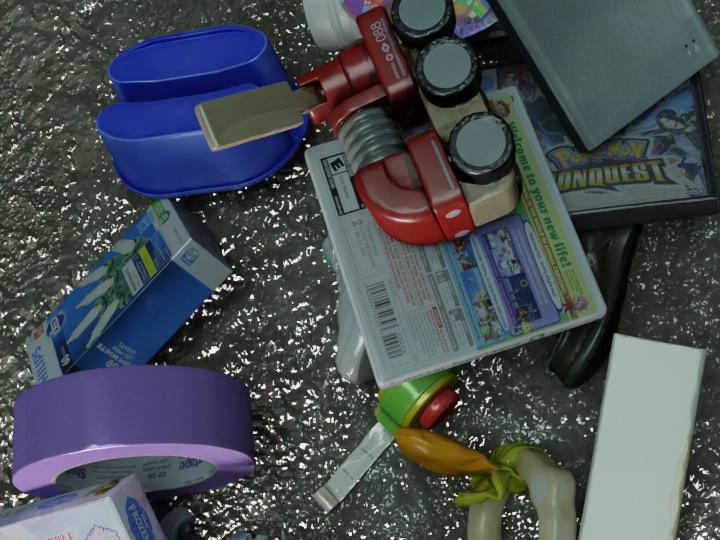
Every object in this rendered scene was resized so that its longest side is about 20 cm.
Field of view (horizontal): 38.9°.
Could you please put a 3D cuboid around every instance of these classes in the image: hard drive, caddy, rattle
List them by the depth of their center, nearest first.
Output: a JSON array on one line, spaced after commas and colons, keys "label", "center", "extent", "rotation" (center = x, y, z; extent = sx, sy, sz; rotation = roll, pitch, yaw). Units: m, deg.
[{"label": "rattle", "center": [0.085, 0.235, 0.794], "extent": [0.130, 0.142, 0.202], "rotation": [24, 101, 47]}, {"label": "hard drive", "center": [0.178, -0.217, 0.805], "extent": [0.139, 0.033, 0.201], "rotation": [-36, 100, -8]}, {"label": "caddy", "center": [-0.148, -0.141, 0.954], "extent": [0.198, 0.105, 0.143], "rotation": [-6, 57, 13]}]

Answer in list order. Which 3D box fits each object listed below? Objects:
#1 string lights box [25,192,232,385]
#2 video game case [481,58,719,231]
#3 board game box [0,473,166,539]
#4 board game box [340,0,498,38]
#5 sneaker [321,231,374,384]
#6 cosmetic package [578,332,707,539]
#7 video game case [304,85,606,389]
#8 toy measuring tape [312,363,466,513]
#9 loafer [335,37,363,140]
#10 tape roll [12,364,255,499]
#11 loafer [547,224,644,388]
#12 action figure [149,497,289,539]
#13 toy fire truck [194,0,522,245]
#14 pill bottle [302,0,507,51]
[{"label": "string lights box", "center": [-0.217, 0.035, 0.944], "extent": [0.200, 0.059, 0.103], "rotation": [-46, 38, 4]}, {"label": "video game case", "center": [0.186, -0.114, 0.853], "extent": [0.198, 0.026, 0.182], "rotation": [-6, 54, 16]}, {"label": "board game box", "center": [-0.234, 0.290, 0.875], "extent": [0.198, 0.041, 0.201], "rotation": [-18, 100, 26]}, {"label": "board game box", "center": [0.054, -0.286, 0.829], "extent": [0.156, 0.039, 0.202], "rotation": [0, 80, 17]}, {"label": "sneaker", "center": [0.000, 0.000, 0.907], "extent": [0.088, 0.075, 0.202], "rotation": [10, 73, 21]}, {"label": "cosmetic package", "center": [0.216, 0.158, 0.795], "extent": [0.072, 0.103, 0.202], "rotation": [10, 85, 16]}, {"label": "video game case", "center": [0.070, -0.030, 0.788], "extent": [0.180, 0.022, 0.202], "rotation": [-17, 71, -4]}, {"label": "toy measuring tape", "center": [0.023, 0.129, 0.874], "extent": [0.074, 0.074, 0.200], "rotation": [43, 94, 18]}, {"label": "loafer", "center": [0.012, -0.104, 0.863], "extent": [0.075, 0.068, 0.202], "rotation": [2, 69, -1]}, {"label": "tape roll", "center": [-0.190, 0.142, 0.861], "extent": [0.198, 0.200, 0.066], "rotation": [-14, 65, 14]}, {"label": "loafer", "center": [0.188, 0.000, 0.852], "extent": [0.071, 0.073, 0.202], "rotation": [14, 75, 21]}, {"label": "action figure", "center": [-0.113, 0.266, 0.879], "extent": [0.198, 0.069, 0.131], "rotation": [8, 118, 28]}, {"label": "toy fire truck", "center": [0.000, -0.099, 0.749], "extent": [0.198, 0.129, 0.178], "rotation": [-23, 71, 6]}, {"label": "pill bottle", "center": [0.054, -0.257, 0.907], "extent": [0.198, 0.116, 0.118], "rotation": [-5, 79, 17]}]
